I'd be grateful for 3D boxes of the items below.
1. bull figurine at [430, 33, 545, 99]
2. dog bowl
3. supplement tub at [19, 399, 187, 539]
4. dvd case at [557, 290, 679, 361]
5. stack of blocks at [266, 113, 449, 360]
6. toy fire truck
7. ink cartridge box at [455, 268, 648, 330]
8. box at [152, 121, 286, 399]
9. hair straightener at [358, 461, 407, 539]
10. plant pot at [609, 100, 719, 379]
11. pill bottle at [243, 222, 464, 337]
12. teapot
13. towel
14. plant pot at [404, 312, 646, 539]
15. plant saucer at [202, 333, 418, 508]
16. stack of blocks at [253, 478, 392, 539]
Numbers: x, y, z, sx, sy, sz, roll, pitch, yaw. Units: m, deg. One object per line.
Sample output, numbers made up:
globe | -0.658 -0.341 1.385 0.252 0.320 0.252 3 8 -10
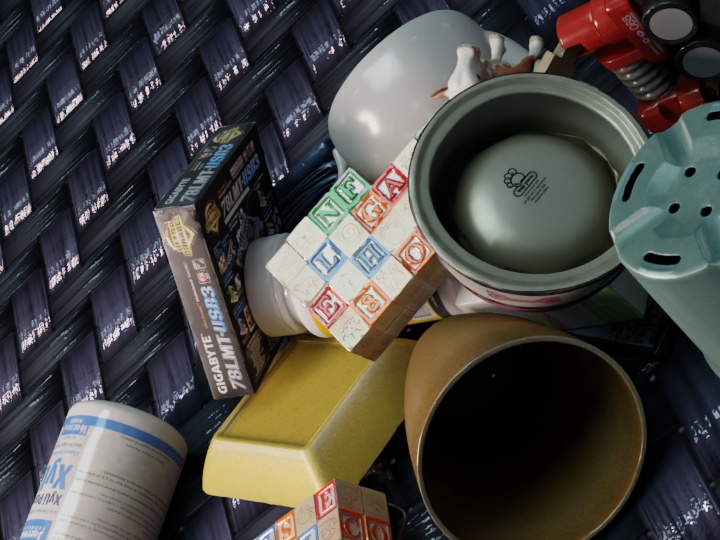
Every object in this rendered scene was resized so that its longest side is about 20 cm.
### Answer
bull figurine | 0.145 -0.143 1.580 0.065 0.200 0.122 -15 40 43
dog bowl | 0.138 -0.055 1.417 0.199 0.074 0.201 -2 64 3
supplement tub | -0.262 0.243 1.771 0.132 0.132 0.201 -8 55 45
dvd case | 0.243 -0.021 1.516 0.142 0.018 0.201 10 68 51
stack of blocks | 0.028 -0.037 1.538 0.115 0.059 0.200 44 98 24
toy fire truck | 0.230 -0.165 1.506 0.199 0.176 0.129 -21 42 36
ink cartridge box | 0.156 -0.011 1.531 0.199 0.067 0.118 -12 53 43
box | -0.120 -0.013 1.687 0.049 0.199 0.200 -9 25 18
hair straightener | -0.010 0.201 1.595 0.077 0.041 0.200 -49 30 5
plant pot | 0.296 -0.013 1.299 0.200 0.196 0.201 -29 41 30
pill bottle | 0.000 0.000 1.646 0.199 0.114 0.115 -10 52 21
teapot | 0.073 -0.138 1.696 0.146 0.197 0.200 50 146 17
towel | -0.068 -0.062 1.828 0.200 0.112 0.049 -43 81 28
plant pot | 0.110 0.112 1.447 0.187 0.186 0.200 -51 21 4
plant saucer | -0.045 0.126 1.645 0.199 0.049 0.200 0 44 48
stack of blocks | -0.054 0.280 1.527 0.200 0.058 0.116 -41 43 35
